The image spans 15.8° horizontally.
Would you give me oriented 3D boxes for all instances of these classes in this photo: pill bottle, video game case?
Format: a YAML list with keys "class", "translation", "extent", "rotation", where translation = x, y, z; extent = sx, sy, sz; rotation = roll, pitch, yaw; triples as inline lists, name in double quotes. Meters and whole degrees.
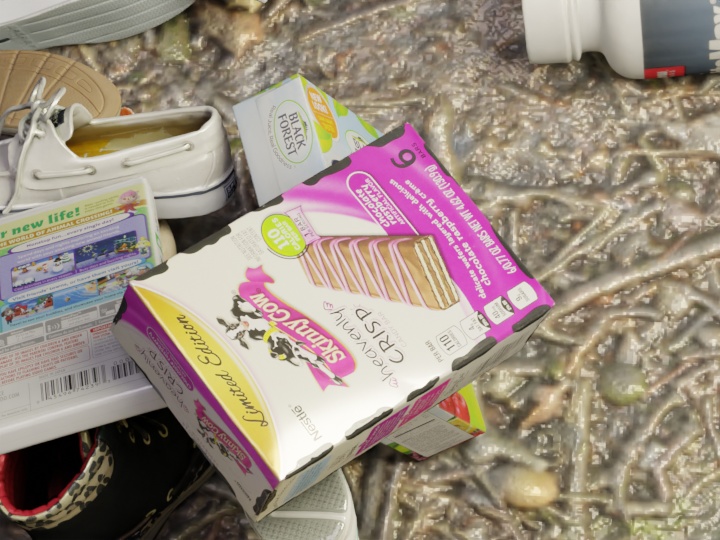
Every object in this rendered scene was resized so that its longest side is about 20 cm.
- class: "pill bottle"
  translation: [0.199, -0.179, 1.588]
  extent: [0.199, 0.120, 0.120]
  rotation: [-4, 67, 7]
- class: "video game case"
  translation: [-0.205, 0.036, 1.461]
  extent: [0.200, 0.022, 0.182]
  rotation: [-17, 41, 3]

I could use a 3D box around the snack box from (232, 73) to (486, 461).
- class: "snack box"
  translation: [0.000, 0.000, 1.526]
  extent: [0.053, 0.142, 0.200]
  rotation: [-25, 64, 18]

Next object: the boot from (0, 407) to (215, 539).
- class: "boot"
  translation: [-0.133, 0.088, 1.504]
  extent: [0.073, 0.154, 0.204]
  rotation: [29, 74, 18]

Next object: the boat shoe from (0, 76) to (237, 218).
- class: "boat shoe"
  translation: [-0.178, -0.075, 1.543]
  extent: [0.201, 0.086, 0.075]
  rotation: [-1, 36, 7]

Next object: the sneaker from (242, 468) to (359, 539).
- class: "sneaker"
  translation: [-0.055, 0.095, 1.475]
  extent: [0.070, 0.080, 0.201]
  rotation: [-27, 57, 1]

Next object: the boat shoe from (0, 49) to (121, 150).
- class: "boat shoe"
  translation: [-0.241, -0.097, 1.642]
  extent: [0.199, 0.065, 0.072]
  rotation: [5, 44, 16]

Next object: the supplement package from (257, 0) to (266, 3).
- class: "supplement package"
  translation: [-0.086, -0.304, 1.631]
  extent: [0.150, 0.152, 0.200]
  rotation: [18, 51, 15]

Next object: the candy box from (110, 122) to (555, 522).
- class: "candy box"
  translation: [-0.014, 0.024, 1.394]
  extent: [0.200, 0.061, 0.136]
  rotation: [-32, 76, -28]

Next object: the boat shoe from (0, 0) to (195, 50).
- class: "boat shoe"
  translation: [-0.203, -0.182, 1.672]
  extent: [0.199, 0.072, 0.062]
  rotation: [-12, 69, 6]

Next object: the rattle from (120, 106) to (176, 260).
- class: "rattle"
  translation: [-0.160, 0.009, 1.610]
  extent: [0.130, 0.143, 0.200]
  rotation: [-13, 28, 16]
